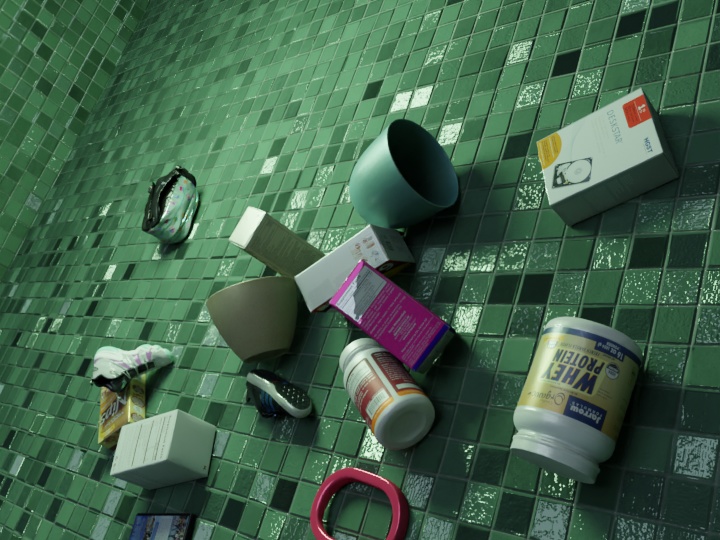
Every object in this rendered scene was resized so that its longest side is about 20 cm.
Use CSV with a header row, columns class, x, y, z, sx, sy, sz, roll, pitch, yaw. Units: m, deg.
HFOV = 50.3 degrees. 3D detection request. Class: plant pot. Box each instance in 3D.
class,x,y,z,sx,sy,sz,roll,pitch,yaw
plant pot,0.073,-0.175,1.550,0.161,0.200,0.202,-35,41,37

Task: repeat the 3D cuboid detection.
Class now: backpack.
class,x,y,z,sx,sy,sz,roll,pitch,yaw
backpack,-0.550,-0.182,2.221,0.166,0.126,0.201,-26,46,45

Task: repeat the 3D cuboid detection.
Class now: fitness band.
class,x,y,z,sx,sy,sz,roll,pitch,yaw
fitness band,-0.003,0.416,1.307,0.199,0.037,0.144,6,64,46

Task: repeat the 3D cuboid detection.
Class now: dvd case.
class,x,y,z,sx,sy,sz,roll,pitch,yaw
dvd case,-0.431,0.585,1.618,0.199,0.018,0.144,-15,52,39

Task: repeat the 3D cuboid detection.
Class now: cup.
class,x,y,z,sx,sy,sz,roll,pitch,yaw
cup,-0.218,0.115,1.643,0.199,0.200,0.144,-24,73,31

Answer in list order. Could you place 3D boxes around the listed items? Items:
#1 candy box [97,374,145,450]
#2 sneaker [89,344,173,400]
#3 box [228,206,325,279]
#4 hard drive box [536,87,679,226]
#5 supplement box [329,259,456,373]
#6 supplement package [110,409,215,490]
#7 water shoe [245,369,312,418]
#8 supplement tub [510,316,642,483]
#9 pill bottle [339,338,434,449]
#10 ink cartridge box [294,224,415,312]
class,x,y,z,sx,sy,sz,roll,pitch,yaw
candy box,-0.602,0.338,1.941,0.115,0.055,0.201,-35,41,19
sneaker,-0.569,0.259,1.898,0.198,0.078,0.141,-5,45,4
box,-0.181,-0.049,1.694,0.078,0.200,0.095,22,78,50
hard drive box,0.415,-0.191,1.305,0.199,0.077,0.157,-26,46,29
supplement box,0.058,0.083,1.363,0.200,0.101,0.104,39,91,16
supplement package,-0.432,0.395,1.681,0.199,0.117,0.118,-20,49,33
water shoe,-0.166,0.270,1.566,0.200,0.071,0.080,26,109,49
supplement tub,0.302,0.183,1.086,0.144,0.144,0.201,6,66,47
pill bottle,0.039,0.210,1.353,0.113,0.113,0.200,-47,39,7
ink cartridge box,0.000,0.000,1.547,0.199,0.175,0.084,-34,74,23
